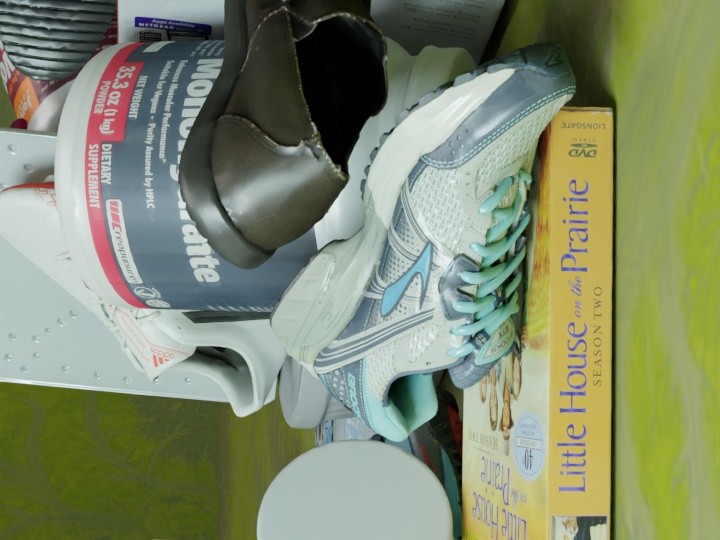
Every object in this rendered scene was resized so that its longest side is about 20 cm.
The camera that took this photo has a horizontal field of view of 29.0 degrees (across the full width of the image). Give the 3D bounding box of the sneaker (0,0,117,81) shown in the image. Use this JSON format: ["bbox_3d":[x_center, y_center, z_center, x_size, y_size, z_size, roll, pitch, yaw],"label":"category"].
[{"bbox_3d":[-0.170,-0.210,0.828,0.088,0.073,0.203,-168,87,-81],"label":"sneaker"}]

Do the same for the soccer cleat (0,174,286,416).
[{"bbox_3d":[-0.128,0.016,0.813,0.068,0.199,0.086,-35,34,43],"label":"soccer cleat"}]

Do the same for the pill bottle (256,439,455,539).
[{"bbox_3d":[0.000,0.185,0.732,0.201,0.112,0.115,88,176,-48],"label":"pill bottle"}]

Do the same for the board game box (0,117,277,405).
[{"bbox_3d":[-0.145,-0.003,0.876,0.026,0.197,0.202,-89,5,-50],"label":"board game box"}]

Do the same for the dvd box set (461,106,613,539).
[{"bbox_3d":[0.074,0.038,0.612,0.146,0.029,0.203,173,98,-81],"label":"dvd box set"}]

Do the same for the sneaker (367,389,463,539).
[{"bbox_3d":[0.009,0.142,0.808,0.201,0.094,0.080,101,166,-49],"label":"sneaker"}]

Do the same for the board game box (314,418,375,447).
[{"bbox_3d":[-0.004,0.135,1.064,0.200,0.043,0.202,125,144,-74],"label":"board game box"}]

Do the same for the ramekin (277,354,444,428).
[{"bbox_3d":[0.000,0.000,0.888,0.202,0.093,0.205,-179,90,-82],"label":"ramekin"}]

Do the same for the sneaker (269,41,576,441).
[{"bbox_3d":[0.041,-0.006,0.563,0.087,0.077,0.201,51,137,17],"label":"sneaker"}]

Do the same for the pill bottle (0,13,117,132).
[{"bbox_3d":[-0.181,-0.128,0.930,0.110,0.108,0.201,107,142,-60],"label":"pill bottle"}]

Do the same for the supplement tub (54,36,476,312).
[{"bbox_3d":[-0.042,-0.049,0.716,0.140,0.197,0.142,0,-90,-73],"label":"supplement tub"}]

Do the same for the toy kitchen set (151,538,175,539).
[{"bbox_3d":[-0.126,0.377,1.391,0.163,0.178,0.203,120,154,-74],"label":"toy kitchen set"}]

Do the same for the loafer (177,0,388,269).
[{"bbox_3d":[-0.015,-0.084,0.581,0.073,0.071,0.202,49,-145,-37],"label":"loafer"}]

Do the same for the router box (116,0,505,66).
[{"bbox_3d":[-0.028,-0.152,0.733,0.180,0.197,0.049,109,166,-65],"label":"router box"}]
